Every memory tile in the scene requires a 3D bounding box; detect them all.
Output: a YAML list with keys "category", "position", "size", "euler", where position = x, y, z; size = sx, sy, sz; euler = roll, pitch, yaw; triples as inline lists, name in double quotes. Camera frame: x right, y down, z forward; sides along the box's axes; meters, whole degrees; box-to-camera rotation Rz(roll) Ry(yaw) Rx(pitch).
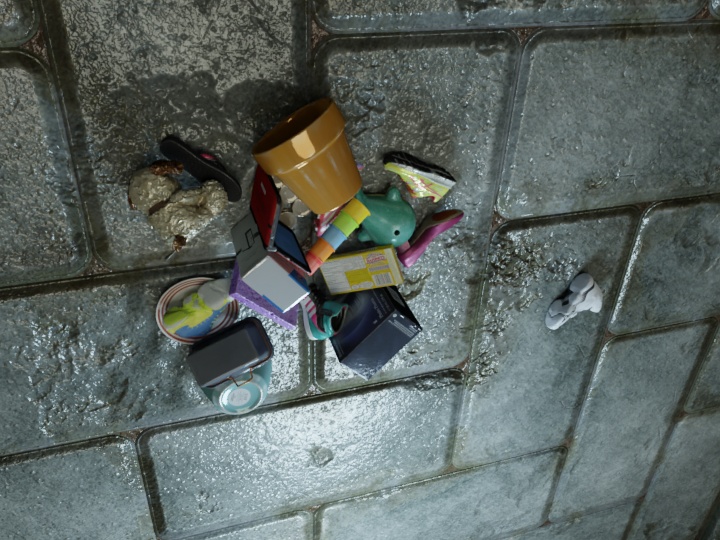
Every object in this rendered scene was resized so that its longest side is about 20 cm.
- category: "memory tile"
  position: [-0.145, -0.197, 1.479]
  size: [0.200, 0.017, 0.153]
  euler: [-38, 127, 7]

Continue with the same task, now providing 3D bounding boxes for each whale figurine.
- category: "whale figurine"
  position: [0.045, -0.129, 1.543]
  size: [0.200, 0.104, 0.159]
  euler: [27, 110, -30]

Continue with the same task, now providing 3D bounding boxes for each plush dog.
- category: "plush dog"
  position: [-0.403, -0.135, 1.327]
  size: [0.200, 0.161, 0.172]
  euler: [-33, 108, 29]

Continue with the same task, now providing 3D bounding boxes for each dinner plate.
- category: "dinner plate"
  position: [-0.396, 0.097, 1.572]
  size: [0.199, 0.024, 0.201]
  euler: [-10, 124, -14]

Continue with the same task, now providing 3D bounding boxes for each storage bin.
- category: "storage bin"
  position: [-0.317, 0.213, 1.546]
  size: [0.199, 0.134, 0.146]
  euler: [-26, 90, -2]

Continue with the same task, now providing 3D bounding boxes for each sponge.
- category: "sponge"
  position: [-0.226, 0.051, 1.549]
  size: [0.030, 0.112, 0.200]
  euler: [-19, 140, 35]

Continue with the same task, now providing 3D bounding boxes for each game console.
- category: "game console"
  position: [-0.164, -0.115, 1.390]
  size: [0.118, 0.200, 0.173]
  euler: [3, 120, -23]

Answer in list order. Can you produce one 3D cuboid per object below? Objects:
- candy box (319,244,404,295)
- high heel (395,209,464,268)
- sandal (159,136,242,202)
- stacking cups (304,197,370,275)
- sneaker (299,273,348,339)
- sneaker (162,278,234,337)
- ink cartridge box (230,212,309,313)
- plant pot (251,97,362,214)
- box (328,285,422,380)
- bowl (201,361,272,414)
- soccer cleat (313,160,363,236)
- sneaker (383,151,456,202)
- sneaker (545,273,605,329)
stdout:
- category: "candy box"
  position: [0.000, 0.000, 1.589]
  size: [0.199, 0.026, 0.103]
  euler: [-10, 115, 23]
- category: "high heel"
  position: [0.182, -0.084, 1.648]
  size: [0.199, 0.068, 0.096]
  euler: [-23, 119, 13]
- category: "sandal"
  position: [-0.329, -0.221, 1.368]
  size: [0.200, 0.045, 0.075]
  euler: [38, 132, -22]
- category: "stacking cups"
  position: [-0.064, -0.074, 1.465]
  size: [0.200, 0.060, 0.061]
  euler: [-48, 127, -5]
- category: "sneaker"
  position: [-0.093, 0.077, 1.586]
  size: [0.120, 0.084, 0.201]
  euler: [-4, 109, 33]
- category: "sneaker"
  position: [-0.367, 0.094, 1.536]
  size: [0.199, 0.076, 0.105]
  euler: [-26, 146, -3]
- category: "ink cartridge box"
  position: [-0.206, -0.023, 1.456]
  size: [0.084, 0.200, 0.146]
  euler: [-39, 127, 10]
- category: "plant pot"
  position: [-0.093, -0.227, 1.342]
  size: [0.200, 0.200, 0.184]
  euler: [-34, 115, 3]
- category: "box"
  position: [0.021, 0.134, 1.646]
  size: [0.198, 0.200, 0.123]
  euler: [-45, 127, 11]
- category: "bowl"
  position: [-0.320, 0.298, 1.685]
  size: [0.200, 0.105, 0.201]
  euler: [-10, 124, -15]
- category: "soccer cleat"
  position: [-0.054, -0.165, 1.483]
  size: [0.076, 0.067, 0.201]
  euler: [11, 114, -16]
- category: "sneaker"
  position: [0.133, -0.215, 1.539]
  size: [0.199, 0.078, 0.090]
  euler: [18, 121, -28]
- category: "sneaker"
  position: [0.659, 0.111, 1.956]
  size: [0.115, 0.075, 0.200]
  euler: [27, 106, -30]
